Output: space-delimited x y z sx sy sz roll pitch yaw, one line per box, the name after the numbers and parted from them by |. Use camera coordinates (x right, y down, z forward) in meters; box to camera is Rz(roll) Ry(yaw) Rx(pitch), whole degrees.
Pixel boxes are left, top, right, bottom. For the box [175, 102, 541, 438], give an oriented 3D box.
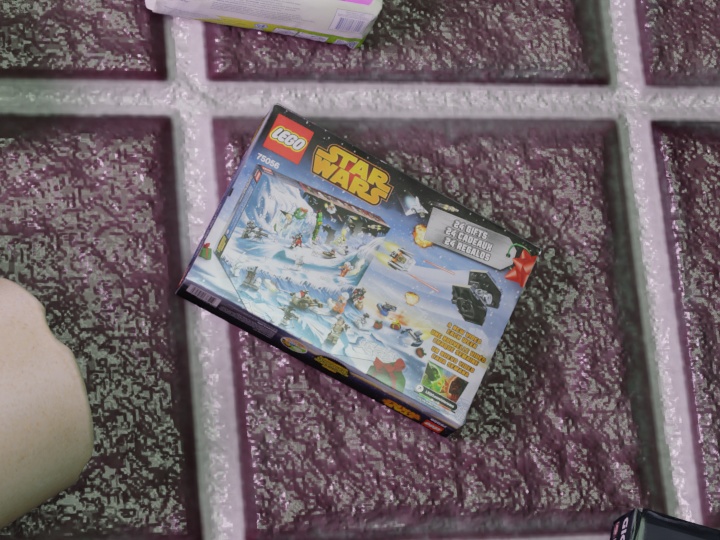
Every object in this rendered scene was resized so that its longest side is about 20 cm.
0.000 0.000 1.658 0.200 0.040 0.137 29 68 -6 | box

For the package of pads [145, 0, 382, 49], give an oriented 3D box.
-0.061 -0.256 1.706 0.154 0.068 0.200 8 70 -15 | package of pads

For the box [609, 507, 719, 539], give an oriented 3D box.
0.244 0.253 1.647 0.200 0.046 0.159 17 69 -11 | box

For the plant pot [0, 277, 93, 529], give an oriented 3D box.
-0.263 0.093 1.482 0.183 0.200 0.201 -24 81 -33 | plant pot
